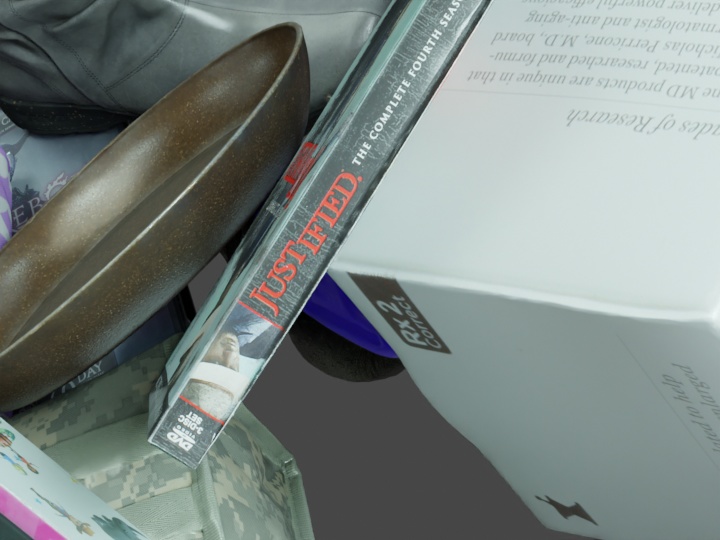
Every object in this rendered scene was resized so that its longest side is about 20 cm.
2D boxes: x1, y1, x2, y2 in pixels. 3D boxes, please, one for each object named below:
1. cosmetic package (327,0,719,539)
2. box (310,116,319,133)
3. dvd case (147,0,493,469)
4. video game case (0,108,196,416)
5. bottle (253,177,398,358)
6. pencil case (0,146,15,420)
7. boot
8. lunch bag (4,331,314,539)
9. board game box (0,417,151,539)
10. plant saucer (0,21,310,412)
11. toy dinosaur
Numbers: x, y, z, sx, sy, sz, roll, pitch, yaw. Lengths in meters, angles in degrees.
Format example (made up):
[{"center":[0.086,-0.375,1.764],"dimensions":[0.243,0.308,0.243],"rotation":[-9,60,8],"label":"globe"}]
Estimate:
[{"center":[0.127,-0.025,1.007],"dimensions":[0.164,0.165,0.201],"rotation":[7,59,43],"label":"cosmetic package"},{"center":[-0.001,-0.116,1.302],"dimensions":[0.039,0.041,0.201],"rotation":[-25,40,18],"label":"box"},{"center":[-0.009,-0.032,0.980],"dimensions":[0.201,0.022,0.146],"rotation":[-59,5,2],"label":"dvd case"},{"center":[-0.139,0.018,1.265],"dimensions":[0.142,0.019,0.201],"rotation":[-29,56,15],"label":"video game case"},{"center":[0.052,-0.058,1.108],"dimensions":[0.083,0.065,0.200],"rotation":[29,65,39],"label":"bottle"},{"center":[-0.183,0.035,1.221],"dimensions":[0.085,0.084,0.201],"rotation":[-41,43,47],"label":"pencil case"},{"center":[-0.092,-0.109,1.213],"dimensions":[0.199,0.132,0.070],"rotation":[-6,59,21],"label":"boot"},{"center":[-0.097,0.151,1.067],"dimensions":[0.163,0.118,0.201],"rotation":[-25,49,13],"label":"lunch bag"},{"center":[-0.102,0.159,0.971],"dimensions":[0.200,0.064,0.148],"rotation":[37,96,8],"label":"board game box"},{"center":[-0.087,-0.013,1.117],"dimensions":[0.200,0.032,0.200],"rotation":[-40,13,11],"label":"plant saucer"},{"center":[0.000,0.000,1.178],"dimensions":[0.200,0.077,0.103],"rotation":[41,100,36],"label":"toy dinosaur"}]
